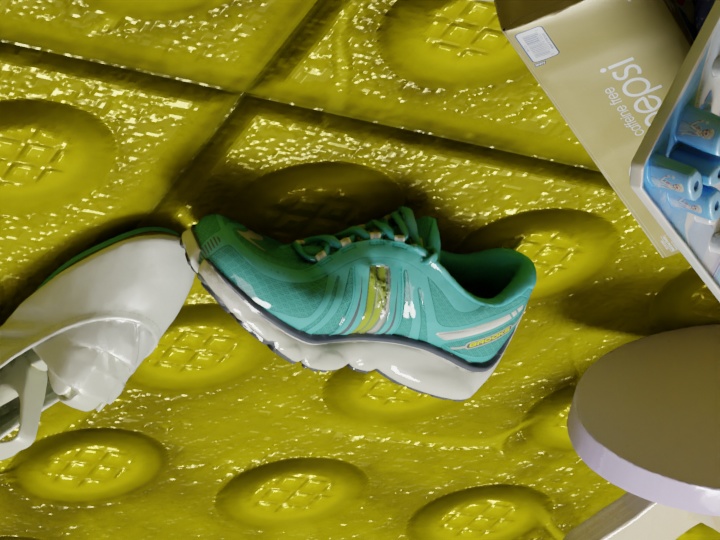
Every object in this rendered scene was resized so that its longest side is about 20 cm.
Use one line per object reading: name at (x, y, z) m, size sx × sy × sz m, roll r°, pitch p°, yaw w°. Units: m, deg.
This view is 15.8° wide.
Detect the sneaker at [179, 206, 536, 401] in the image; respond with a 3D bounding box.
sneaker at (0.000, 0.000, 1.238) m, size 0.199 × 0.078 × 0.080 m, roll 13°, pitch 123°, yaw -40°

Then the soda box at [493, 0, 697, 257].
soda box at (0.117, -0.086, 1.092) m, size 0.064 × 0.068 × 0.200 m, roll -20°, pitch 146°, yaw 15°

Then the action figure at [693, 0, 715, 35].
action figure at (0.130, -0.147, 1.015) m, size 0.051 × 0.066 × 0.200 m, roll -18°, pitch 139°, yaw 21°

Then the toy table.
toy table at (0.198, 0.112, 1.375) m, size 0.199 × 0.184 × 0.118 m, roll 4°, pitch 130°, yaw -7°

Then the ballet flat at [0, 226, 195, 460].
ballet flat at (-0.153, 0.050, 1.262) m, size 0.200 × 0.070 × 0.069 m, roll -29°, pitch 143°, yaw 28°

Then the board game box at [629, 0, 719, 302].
board game box at (0.197, -0.076, 1.059) m, size 0.026 × 0.201 × 0.200 m, roll 21°, pitch 166°, yaw 35°
